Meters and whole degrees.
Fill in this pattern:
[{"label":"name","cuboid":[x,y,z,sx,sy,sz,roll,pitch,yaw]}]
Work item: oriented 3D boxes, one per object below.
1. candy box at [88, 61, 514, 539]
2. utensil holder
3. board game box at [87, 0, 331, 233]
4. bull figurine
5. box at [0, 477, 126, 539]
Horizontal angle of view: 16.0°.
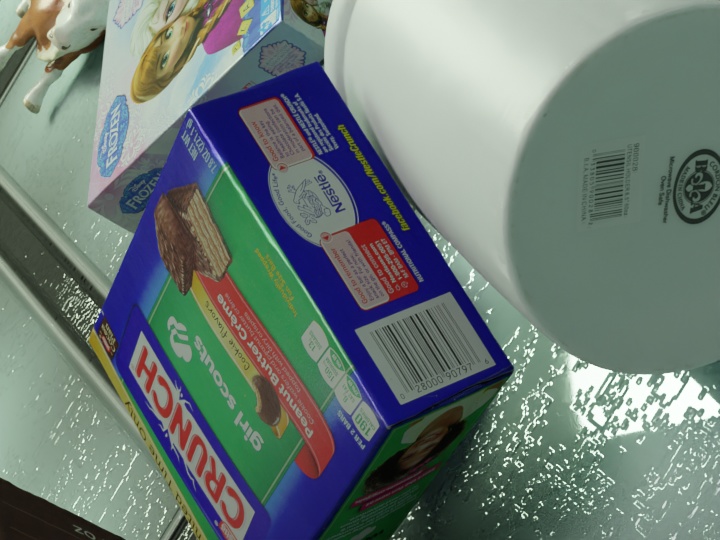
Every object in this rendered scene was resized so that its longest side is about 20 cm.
[{"label":"candy box","cuboid":[-0.034,0.037,1.142,0.170,0.077,0.200,58,148,19]},{"label":"utensil holder","cuboid":[0.096,-0.068,1.078,0.170,0.170,0.200,-56,30,8]},{"label":"board game box","cuboid":[-0.093,-0.154,1.614,0.199,0.041,0.201,-41,33,33]},{"label":"bull figurine","cuboid":[-0.216,-0.191,1.829,0.121,0.065,0.201,-43,31,24]},{"label":"box","cuboid":[-0.142,0.233,1.184,0.165,0.166,0.200,-53,28,11]}]
